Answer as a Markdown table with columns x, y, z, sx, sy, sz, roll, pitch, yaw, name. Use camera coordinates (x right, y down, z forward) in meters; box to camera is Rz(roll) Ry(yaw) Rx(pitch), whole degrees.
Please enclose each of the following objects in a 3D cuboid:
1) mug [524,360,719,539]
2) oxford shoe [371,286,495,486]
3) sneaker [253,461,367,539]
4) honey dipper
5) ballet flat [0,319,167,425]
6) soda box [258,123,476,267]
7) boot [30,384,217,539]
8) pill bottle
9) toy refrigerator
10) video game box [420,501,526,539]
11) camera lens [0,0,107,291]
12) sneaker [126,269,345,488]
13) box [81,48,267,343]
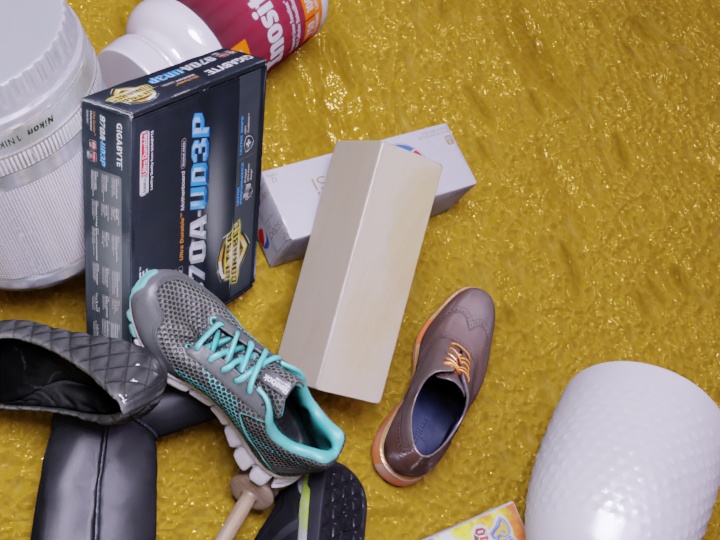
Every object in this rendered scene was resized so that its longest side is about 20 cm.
| x | y | z | sx | sy | sz | roll | pitch | yaw | name |
| --- | --- | --- | --- | --- | --- | --- | --- | --- | --- |
| 0.216 | 0.206 | 0.895 | 0.175 | 0.147 | 0.200 | -56 | 137 | -43 | mug |
| 0.079 | 0.091 | 0.928 | 0.071 | 0.073 | 0.200 | 30 | 59 | -8 | oxford shoe |
| -0.047 | 0.231 | 0.796 | 0.072 | 0.083 | 0.200 | 46 | 35 | -24 | sneaker |
| -0.105 | 0.206 | 0.794 | 0.038 | 0.038 | 0.200 | 36 | 46 | -5 | honey dipper |
| -0.229 | 0.072 | 0.760 | 0.057 | 0.199 | 0.067 | -32 | 120 | -65 | ballet flat |
| 0.001 | -0.070 | 0.971 | 0.200 | 0.064 | 0.068 | -18 | 76 | -29 | soda box |
| -0.155 | 0.165 | 0.799 | 0.164 | 0.066 | 0.201 | 5 | 63 | -12 | boot |
| -0.129 | -0.206 | 0.945 | 0.113 | 0.113 | 0.200 | 44 | 59 | 0 | pill bottle |
| 0.000 | 0.000 | 0.884 | 0.070 | 0.076 | 0.201 | 17 | 86 | -32 | toy refrigerator |
| 0.082 | 0.308 | 0.853 | 0.182 | 0.047 | 0.200 | -15 | 75 | -30 | video game box |
| -0.255 | -0.096 | 0.778 | 0.159 | 0.200 | 0.160 | -2 | 51 | 3 | camera lens |
| -0.081 | 0.073 | 0.775 | 0.200 | 0.091 | 0.078 | 50 | 55 | -21 | sneaker |
| -0.136 | -0.051 | 0.810 | 0.046 | 0.201 | 0.159 | 20 | 31 | 24 | box |
